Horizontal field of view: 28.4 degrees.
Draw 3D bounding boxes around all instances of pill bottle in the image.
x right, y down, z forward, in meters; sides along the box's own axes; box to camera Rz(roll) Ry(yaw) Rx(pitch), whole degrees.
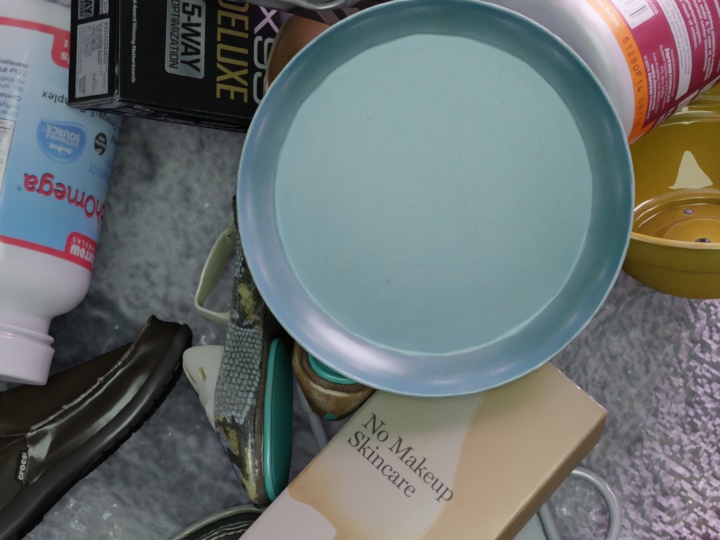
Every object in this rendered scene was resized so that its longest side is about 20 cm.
[{"bbox_3d":[0.164,-0.147,0.788,0.200,0.110,0.110,-33,89,-28],"label":"pill bottle"},{"bbox_3d":[-0.196,-0.042,0.792,0.108,0.109,0.201,9,81,-2],"label":"pill bottle"}]

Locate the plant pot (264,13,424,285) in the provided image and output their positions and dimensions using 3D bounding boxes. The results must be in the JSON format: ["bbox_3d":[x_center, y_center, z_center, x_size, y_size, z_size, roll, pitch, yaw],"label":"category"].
[{"bbox_3d":[0.032,-0.074,0.808,0.199,0.027,0.201,14,59,-23],"label":"plant pot"}]

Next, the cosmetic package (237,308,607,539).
[{"bbox_3d":[0.029,0.123,0.755,0.105,0.071,0.200,39,78,15],"label":"cosmetic package"}]

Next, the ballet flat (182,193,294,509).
[{"bbox_3d":[-0.064,0.038,0.807,0.072,0.072,0.201,8,64,-2],"label":"ballet flat"}]

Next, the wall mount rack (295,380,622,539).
[{"bbox_3d":[0.049,0.132,0.824,0.199,0.075,0.175,-19,68,-4],"label":"wall mount rack"}]

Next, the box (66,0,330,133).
[{"bbox_3d":[-0.085,-0.181,0.796,0.157,0.050,0.201,4,86,-46],"label":"box"}]

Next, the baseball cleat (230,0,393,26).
[{"bbox_3d":[-0.002,-0.153,0.748,0.199,0.106,0.070,-2,110,-28],"label":"baseball cleat"}]

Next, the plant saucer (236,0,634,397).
[{"bbox_3d":[0.038,-0.036,0.719,0.199,0.027,0.201,0,100,1],"label":"plant saucer"}]

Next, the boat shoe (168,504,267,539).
[{"bbox_3d":[-0.121,0.214,0.818,0.201,0.061,0.072,-41,90,-3],"label":"boat shoe"}]

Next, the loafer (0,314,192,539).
[{"bbox_3d":[-0.180,0.091,0.815,0.200,0.073,0.071,-44,89,-4],"label":"loafer"}]

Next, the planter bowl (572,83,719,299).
[{"bbox_3d":[0.196,-0.043,0.807,0.199,0.201,0.084,-10,128,-2],"label":"planter bowl"}]

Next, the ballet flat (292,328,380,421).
[{"bbox_3d":[0.000,0.000,0.815,0.067,0.072,0.201,12,56,-3],"label":"ballet flat"}]
